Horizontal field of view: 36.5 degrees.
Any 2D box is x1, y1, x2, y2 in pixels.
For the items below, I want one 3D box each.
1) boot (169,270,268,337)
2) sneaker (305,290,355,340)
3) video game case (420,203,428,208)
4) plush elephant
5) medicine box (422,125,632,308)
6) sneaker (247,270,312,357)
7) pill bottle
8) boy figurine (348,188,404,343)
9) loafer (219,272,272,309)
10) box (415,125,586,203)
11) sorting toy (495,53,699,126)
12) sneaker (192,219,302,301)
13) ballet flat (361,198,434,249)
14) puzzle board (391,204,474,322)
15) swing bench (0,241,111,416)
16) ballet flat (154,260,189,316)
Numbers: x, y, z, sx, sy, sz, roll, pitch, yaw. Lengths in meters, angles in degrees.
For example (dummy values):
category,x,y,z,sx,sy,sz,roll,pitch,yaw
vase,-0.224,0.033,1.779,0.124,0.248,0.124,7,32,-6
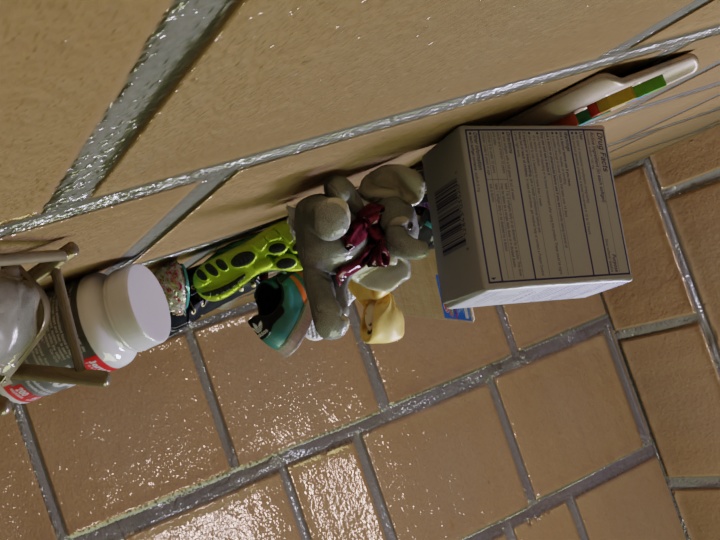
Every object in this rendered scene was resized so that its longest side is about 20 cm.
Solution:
category,x,y,z,sx,sy,sz,roll,pitch,yaw
boot,-0.230,0.029,1.651,0.152,0.074,0.204,-22,-171,13
sneaker,-0.037,-0.001,1.602,0.201,0.073,0.114,-46,-150,-1
video game case,0.193,-0.100,1.475,0.179,0.036,0.200,-13,-159,-15
plush elephant,0.007,-0.036,1.231,0.152,0.167,0.200,-6,-156,-13
medicine box,0.188,-0.061,1.236,0.197,0.185,0.103,-3,168,-24
sneaker,-0.098,0.022,1.509,0.071,0.080,0.201,-36,-155,38
pill bottle,-0.330,0.072,1.271,0.198,0.115,0.114,-20,178,15
boy figurine,0.000,0.000,1.422,0.064,0.203,0.124,-19,-179,-28
loafer,-0.215,0.025,1.797,0.198,0.071,0.075,-21,178,30
box,0.173,-0.135,1.401,0.198,0.050,0.161,-19,-174,-29
sorting toy,0.280,-0.196,1.284,0.199,0.037,0.184,-18,177,-42
sneaker,-0.134,-0.026,1.475,0.197,0.075,0.084,-20,-161,-1
ballet flat,0.038,-0.076,1.483,0.199,0.069,0.068,11,165,46
puzzle board,0.085,-0.013,1.611,0.149,0.202,0.017,5,-142,28
swing bench,-0.342,0.065,0.884,0.197,0.132,0.199,-15,179,9
ballet flat,-0.266,0.032,1.483,0.063,0.077,0.200,-11,174,-12
